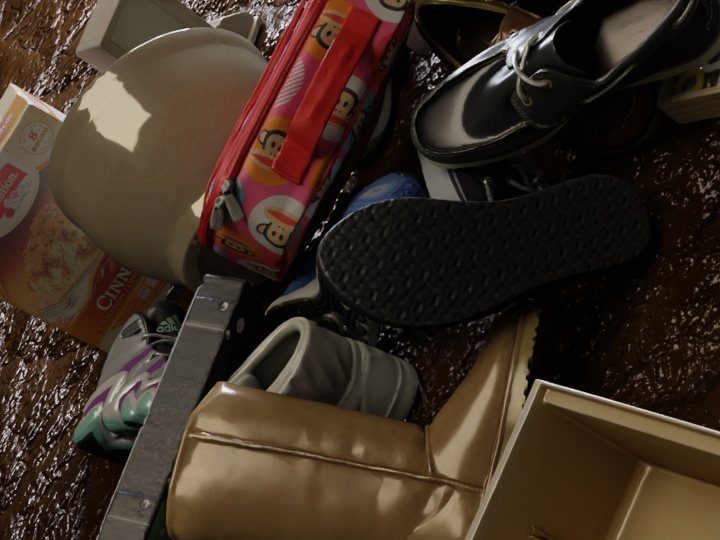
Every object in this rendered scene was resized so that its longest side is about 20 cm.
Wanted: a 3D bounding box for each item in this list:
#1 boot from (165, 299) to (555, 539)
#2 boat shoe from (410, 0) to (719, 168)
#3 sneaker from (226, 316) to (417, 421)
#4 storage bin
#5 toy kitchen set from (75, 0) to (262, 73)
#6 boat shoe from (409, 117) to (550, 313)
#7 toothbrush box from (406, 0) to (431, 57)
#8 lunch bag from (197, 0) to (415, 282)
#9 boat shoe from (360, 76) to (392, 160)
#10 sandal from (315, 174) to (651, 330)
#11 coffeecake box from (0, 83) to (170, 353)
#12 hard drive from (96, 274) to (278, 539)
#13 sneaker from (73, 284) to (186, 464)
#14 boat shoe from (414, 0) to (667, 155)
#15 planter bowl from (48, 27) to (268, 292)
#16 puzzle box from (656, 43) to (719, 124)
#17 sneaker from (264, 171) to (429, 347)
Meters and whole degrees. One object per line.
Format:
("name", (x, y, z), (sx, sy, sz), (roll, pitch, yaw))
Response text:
("boot", (0.001, 0.087, 0.854), (0.200, 0.066, 0.175), (7, 66, 19))
("boat shoe", (0.111, -0.122, 0.869), (0.200, 0.068, 0.072), (-24, 73, 22))
("sneaker", (-0.059, 0.125, 0.954), (0.074, 0.115, 0.200), (30, 91, 56))
("storage bin", (0.131, 0.175, 0.673), (0.198, 0.094, 0.200), (13, 74, 57))
("toy kitchen set", (-0.190, -0.201, 1.333), (0.200, 0.180, 0.163), (-6, 58, 47))
("boat shoe", (0.084, -0.051, 0.945), (0.068, 0.074, 0.199), (-28, 30, 10))
("toothbrush box", (0.072, -0.278, 1.077), (0.146, 0.086, 0.200), (-42, 25, 46))
("lunch bag", (-0.034, -0.097, 0.985), (0.200, 0.082, 0.176), (-63, 2, -12))
("boat shoe", (-0.013, -0.175, 1.180), (0.074, 0.065, 0.202), (-27, 43, 39))
("sandal", (0.070, -0.005, 0.844), (0.048, 0.200, 0.075), (125, 133, -64))
("coffeecake box", (-0.244, -0.037, 1.255), (0.154, 0.200, 0.073), (-57, 32, 3))
("hard drive", (-0.099, 0.122, 0.977), (0.038, 0.140, 0.200), (7, 63, 23))
("sneaker", (-0.147, 0.067, 1.153), (0.200, 0.078, 0.140), (-16, 53, 47))
("boat shoe", (0.106, -0.127, 0.949), (0.200, 0.068, 0.072), (33, 107, 48))
("planter bowl", (-0.119, -0.065, 1.141), (0.200, 0.200, 0.135), (-50, 58, 14))
("puzzle box", (0.263, -0.159, 0.830), (0.200, 0.025, 0.133), (-8, 57, 51))
("sneaker", (0.000, 0.000, 0.993), (0.089, 0.078, 0.200), (-61, 7, -33))
